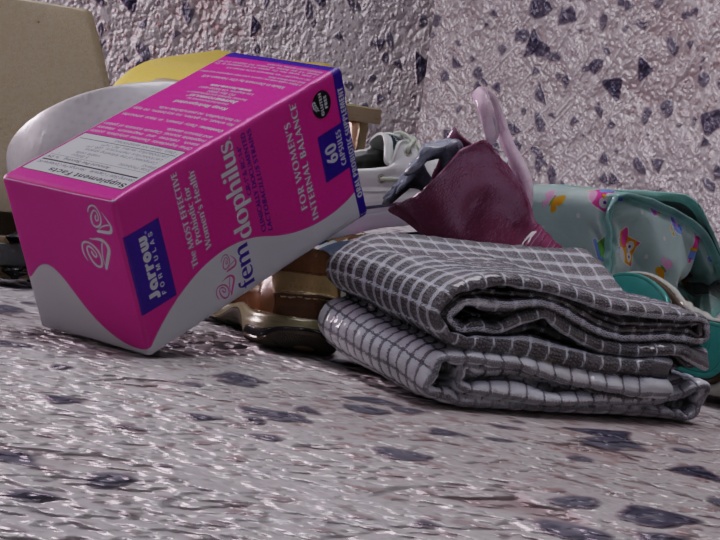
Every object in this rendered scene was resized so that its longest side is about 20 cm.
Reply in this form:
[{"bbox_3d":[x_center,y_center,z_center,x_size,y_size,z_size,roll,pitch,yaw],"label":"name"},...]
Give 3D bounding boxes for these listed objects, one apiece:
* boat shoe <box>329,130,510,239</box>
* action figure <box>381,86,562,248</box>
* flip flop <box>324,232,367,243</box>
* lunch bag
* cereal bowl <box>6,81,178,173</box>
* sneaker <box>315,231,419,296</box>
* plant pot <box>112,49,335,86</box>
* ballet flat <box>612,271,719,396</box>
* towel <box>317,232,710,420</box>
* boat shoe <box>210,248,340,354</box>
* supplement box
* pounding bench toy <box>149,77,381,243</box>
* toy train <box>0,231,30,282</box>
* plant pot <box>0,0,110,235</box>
[{"bbox_3d":[0.026,-0.071,1.468,0.199,0.067,0.073,-16,20,-24],"label":"boat shoe"},{"bbox_3d":[0.112,-0.012,1.327,0.200,0.149,0.134,40,16,0],"label":"action figure"},{"bbox_3d":[0.003,-0.005,1.598,0.199,0.058,0.081,4,6,-42],"label":"flip flop"},{"bbox_3d":[0.185,-0.008,1.566,0.169,0.123,0.199,5,-2,41],"label":"lunch bag"},{"bbox_3d":[-0.160,-0.055,1.443,0.198,0.084,0.200,-8,-24,-3],"label":"cereal bowl"},{"bbox_3d":[0.000,0.000,1.463,0.081,0.071,0.200,11,4,19],"label":"sneaker"},{"bbox_3d":[-0.166,-0.130,2.087,0.194,0.196,0.199,12,12,39],"label":"plant pot"},{"bbox_3d":[0.224,0.053,1.336,0.069,0.070,0.200,6,9,-21],"label":"ballet flat"},{"bbox_3d":[0.093,0.031,1.168,0.198,0.086,0.165,6,6,-26],"label":"towel"},{"bbox_3d":[-0.055,0.004,1.292,0.075,0.075,0.200,6,5,-21],"label":"boat shoe"},{"bbox_3d":[-0.101,-0.045,1.176,0.103,0.102,0.200,13,35,40],"label":"supplement box"},{"bbox_3d":[-0.105,-0.081,1.725,0.199,0.158,0.124,5,6,-30],"label":"pounding bench toy"},{"bbox_3d":[-0.180,-0.003,1.406,0.199,0.034,0.046,6,-6,-30],"label":"toy train"},{"bbox_3d":[-0.308,-0.127,1.605,0.198,0.179,0.200,6,-6,-25],"label":"plant pot"}]
